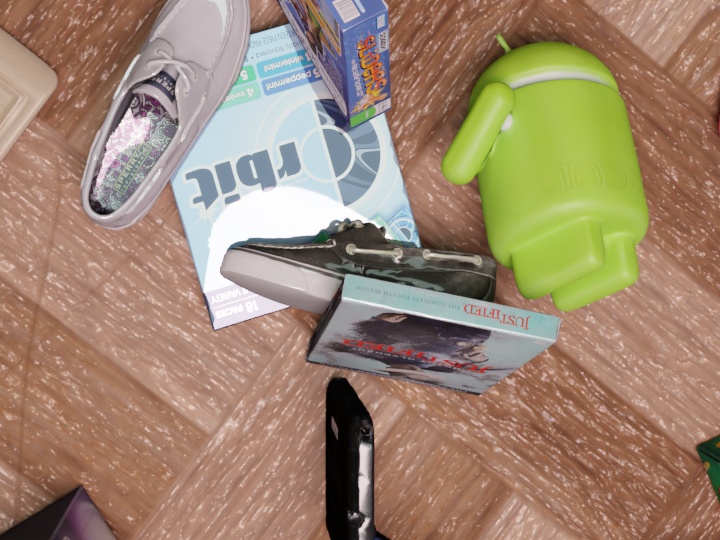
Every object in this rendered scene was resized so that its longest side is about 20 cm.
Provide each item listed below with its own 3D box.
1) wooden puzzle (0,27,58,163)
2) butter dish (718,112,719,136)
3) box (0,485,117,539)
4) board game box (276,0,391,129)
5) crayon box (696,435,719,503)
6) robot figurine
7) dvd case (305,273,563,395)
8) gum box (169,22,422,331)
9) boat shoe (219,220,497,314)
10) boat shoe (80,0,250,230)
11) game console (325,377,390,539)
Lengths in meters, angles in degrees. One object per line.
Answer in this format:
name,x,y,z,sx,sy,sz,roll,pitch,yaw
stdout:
wooden puzzle,-0.350,-0.118,0.910,0.184,0.037,0.201,37,85,-6
butter dish,0.396,-0.160,0.922,0.197,0.148,0.202,18,92,-6
box,-0.202,0.282,0.864,0.123,0.200,0.200,-32,96,-2
board game box,-0.041,-0.211,0.847,0.034,0.136,0.201,-27,72,-7
crayon box,0.382,0.157,0.985,0.198,0.058,0.120,-25,96,-4
robot figurine,0.141,-0.076,0.899,0.174,0.115,0.202,16,57,-42
dvd case,0.043,0.050,0.877,0.144,0.200,0.022,12,74,-7
gum box,-0.058,-0.077,0.934,0.168,0.045,0.202,-17,94,-5
boat shoe,0.000,0.000,0.893,0.198,0.071,0.064,11,78,-5
boat shoe,-0.139,-0.121,0.867,0.072,0.069,0.201,34,90,-6
game console,0.038,0.175,0.881,0.115,0.200,0.178,0,93,-6
